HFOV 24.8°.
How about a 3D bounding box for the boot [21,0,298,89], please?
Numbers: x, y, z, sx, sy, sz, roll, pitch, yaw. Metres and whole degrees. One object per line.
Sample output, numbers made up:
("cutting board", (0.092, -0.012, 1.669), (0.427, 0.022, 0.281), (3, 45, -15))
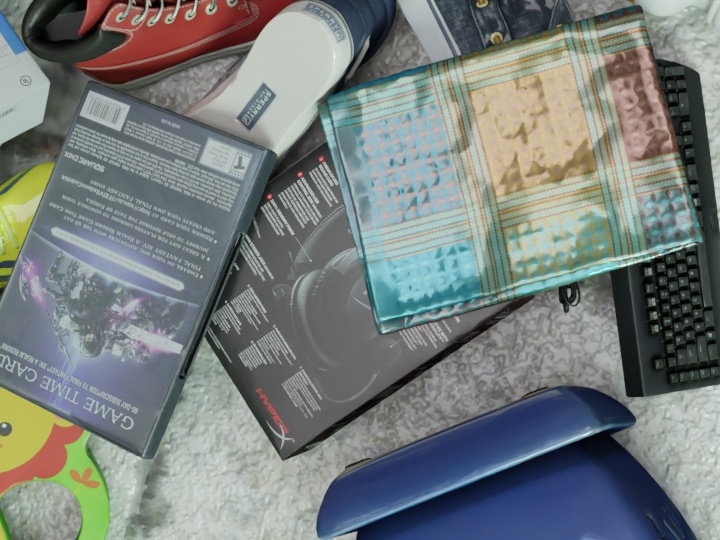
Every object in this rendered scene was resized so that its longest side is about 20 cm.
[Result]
("boot", (-0.103, -0.173, 1.007), (0.199, 0.144, 0.073), (-24, 83, 11))

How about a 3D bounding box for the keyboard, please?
("keyboard", (0.162, -0.025, 0.975), (0.127, 0.021, 0.201), (-7, 89, -22))

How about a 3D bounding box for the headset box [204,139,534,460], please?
("headset box", (0.000, 0.000, 1.018), (0.200, 0.077, 0.149), (-35, 82, 11))

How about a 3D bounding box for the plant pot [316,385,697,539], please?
("plant pot", (0.094, 0.172, 0.940), (0.199, 0.200, 0.180), (-23, 79, 13))

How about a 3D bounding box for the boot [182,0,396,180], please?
("boot", (-0.053, -0.104, 1.039), (0.073, 0.090, 0.200), (51, 129, 0))

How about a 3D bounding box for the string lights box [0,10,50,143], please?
("string lights box", (-0.287, -0.159, 0.995), (0.103, 0.059, 0.200), (-31, 80, -24))

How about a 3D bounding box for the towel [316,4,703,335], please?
("towel", (0.083, -0.057, 0.946), (0.199, 0.022, 0.147), (-15, 88, 14))

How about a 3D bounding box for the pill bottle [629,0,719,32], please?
("pill bottle", (0.166, -0.220, 0.958), (0.200, 0.111, 0.111), (36, 98, 10))

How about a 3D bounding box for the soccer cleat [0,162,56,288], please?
("soccer cleat", (-0.270, -0.012, 1.078), (0.200, 0.084, 0.065), (-25, 83, 12))

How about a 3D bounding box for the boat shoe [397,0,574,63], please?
("boat shoe", (0.104, -0.110, 0.995), (0.091, 0.071, 0.201), (-29, 85, 10))

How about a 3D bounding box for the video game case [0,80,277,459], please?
("video game case", (-0.149, -0.003, 1.013), (0.142, 0.019, 0.201), (22, 91, 26))

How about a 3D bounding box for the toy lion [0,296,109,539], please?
("toy lion", (-0.242, 0.121, 1.073), (0.200, 0.069, 0.192), (43, 86, -8))
